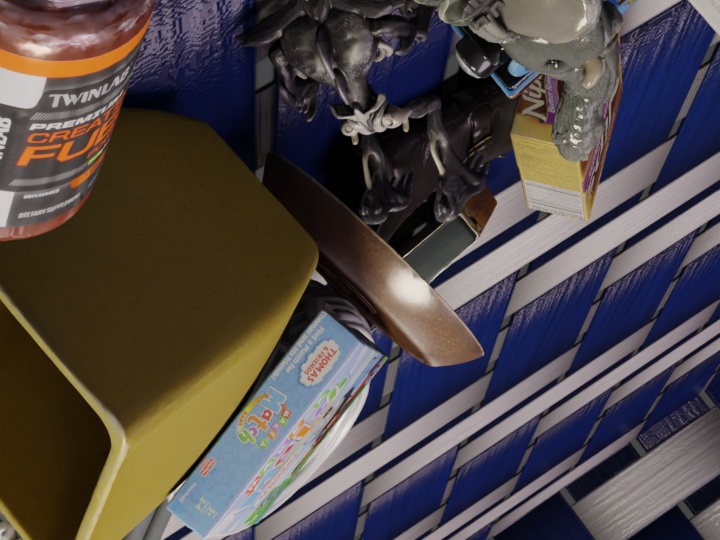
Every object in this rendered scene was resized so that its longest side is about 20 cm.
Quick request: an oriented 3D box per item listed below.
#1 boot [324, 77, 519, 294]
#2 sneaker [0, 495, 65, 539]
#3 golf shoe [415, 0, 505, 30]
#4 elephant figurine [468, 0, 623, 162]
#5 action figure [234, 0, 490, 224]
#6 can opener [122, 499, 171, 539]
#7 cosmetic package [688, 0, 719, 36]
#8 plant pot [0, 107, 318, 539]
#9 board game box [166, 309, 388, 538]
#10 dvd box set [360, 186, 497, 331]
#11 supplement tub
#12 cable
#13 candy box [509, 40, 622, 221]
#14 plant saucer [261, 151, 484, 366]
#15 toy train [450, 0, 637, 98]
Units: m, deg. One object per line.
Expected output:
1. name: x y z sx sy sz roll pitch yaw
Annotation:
1. boot: 0.051 -0.068 1.352 0.173 0.069 0.200 -28 161 -28
2. sneaker: -0.220 0.116 1.103 0.081 0.200 0.075 -41 155 -10
3. golf shoe: 0.091 -0.225 0.948 0.200 0.088 0.077 -41 137 7
4. elephant figurine: 0.119 -0.178 1.063 0.141 0.156 0.200 -13 152 -53
5. action figure: 0.002 -0.123 1.068 0.118 0.102 0.201 -14 127 18
6. can opener: -0.159 0.146 1.342 0.053 0.066 0.201 46 60 -60
7. cosmetic package: 0.370 -0.252 1.326 0.164 0.165 0.200 -20 156 -44
8. plant pot: -0.139 0.022 1.033 0.200 0.196 0.195 -33 163 -34
9. board game box: -0.048 0.100 1.148 0.152 0.037 0.200 -52 171 0
10. dvd box set: 0.044 -0.006 1.450 0.146 0.029 0.200 -41 -178 12
11. supplement tub: -0.152 -0.108 0.802 0.107 0.107 0.200 -25 159 -32
12. cable: -0.073 0.099 1.293 0.201 0.069 0.200 -54 155 4
13. candy box: 0.159 -0.121 1.342 0.200 0.056 0.118 57 48 -75
14. plant saucer: 0.000 0.000 1.202 0.035 0.200 0.200 -46 163 -6
15. toy train: 0.149 -0.200 1.181 0.200 0.087 0.114 -43 167 17
